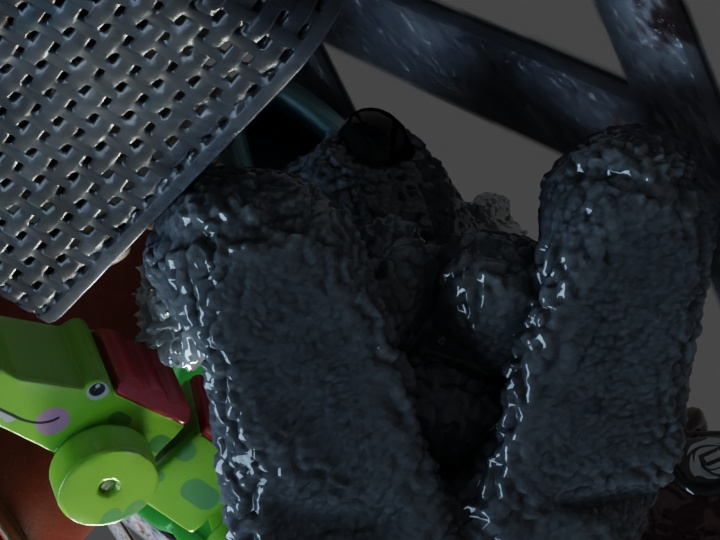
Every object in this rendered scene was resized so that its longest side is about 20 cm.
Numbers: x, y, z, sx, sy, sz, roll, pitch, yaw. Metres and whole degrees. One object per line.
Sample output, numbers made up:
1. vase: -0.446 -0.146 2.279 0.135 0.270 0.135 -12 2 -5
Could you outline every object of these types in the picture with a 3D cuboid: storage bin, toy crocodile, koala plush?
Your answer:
1. storage bin: -0.077 -0.092 0.791 0.093 0.136 0.200 29 141 -16
2. toy crocodile: -0.065 0.064 0.961 0.200 0.062 0.068 33 -160 -35
3. koala plush: 0.006 0.022 0.883 0.200 0.176 0.185 -125 32 -64

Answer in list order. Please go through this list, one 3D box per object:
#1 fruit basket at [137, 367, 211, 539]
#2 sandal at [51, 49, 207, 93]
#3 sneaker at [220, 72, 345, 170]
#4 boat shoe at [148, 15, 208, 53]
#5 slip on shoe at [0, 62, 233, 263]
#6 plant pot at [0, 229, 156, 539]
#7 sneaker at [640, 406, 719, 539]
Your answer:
1. fruit basket: 0.026 0.099 1.146 0.214 0.156 0.216 16 -164 -5
2. sandal: -0.087 -0.066 1.115 0.201 0.080 0.057 37 166 7
3. sneaker: 0.000 0.000 1.019 0.200 0.074 0.082 46 166 29
4. boat shoe: -0.133 -0.110 0.970 0.063 0.074 0.201 1 180 32
5. slip on shoe: -0.102 -0.027 0.957 0.076 0.200 0.061 10 109 15
6. plant pot: -0.140 0.013 1.204 0.201 0.195 0.201 43 162 18
7. sneaker: 0.127 0.123 0.897 0.076 0.115 0.201 66 180 -55
